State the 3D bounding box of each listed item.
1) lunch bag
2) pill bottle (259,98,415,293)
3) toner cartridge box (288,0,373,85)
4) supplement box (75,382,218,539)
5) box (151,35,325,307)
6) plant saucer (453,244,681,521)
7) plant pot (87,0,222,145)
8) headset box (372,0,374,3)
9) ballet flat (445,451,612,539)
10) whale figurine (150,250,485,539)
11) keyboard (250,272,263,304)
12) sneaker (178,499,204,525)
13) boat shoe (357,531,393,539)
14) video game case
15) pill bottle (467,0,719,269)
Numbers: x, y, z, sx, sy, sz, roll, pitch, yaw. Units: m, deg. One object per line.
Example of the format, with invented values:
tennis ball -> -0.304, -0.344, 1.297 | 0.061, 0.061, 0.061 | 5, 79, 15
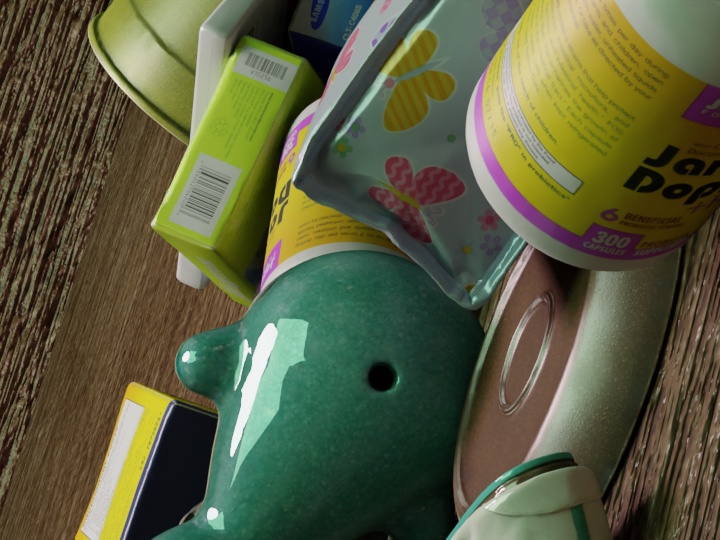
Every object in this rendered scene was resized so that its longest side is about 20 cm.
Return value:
lunch bag -> 0.074, -0.105, 1.266 | 0.200, 0.127, 0.170 | -55, 6, 16
pill bottle -> 0.000, 0.000, 1.544 | 0.200, 0.104, 0.104 | -83, 17, -49
toner cartridge box -> 0.001, -0.140, 1.751 | 0.200, 0.043, 0.095 | 78, -148, -71
supplement box -> -0.094, 0.139, 1.755 | 0.200, 0.109, 0.109 | -172, 102, -78
box -> -0.052, -0.047, 1.691 | 0.122, 0.048, 0.200 | -65, -17, -8
plant saucer -> 0.084, 0.040, 1.261 | 0.200, 0.032, 0.201 | -159, 90, -79
plant pot -> -0.045, -0.183, 1.920 | 0.193, 0.200, 0.201 | -55, 16, 18
headset box -> 0.077, -0.163, 1.480 | 0.200, 0.092, 0.174 | -84, 18, -53
ballet flat -> 0.049, 0.140, 1.182 | 0.200, 0.069, 0.070 | 128, 159, -57
whale figurine -> -0.020, 0.083, 1.360 | 0.200, 0.159, 0.104 | -52, 4, -12
keyboard -> -0.023, 0.089, 1.608 | 0.104, 0.039, 0.201 | 114, 148, -53
sneaker -> -0.074, 0.151, 1.558 | 0.082, 0.077, 0.200 | 56, 148, 27
boat shoe -> -0.032, 0.176, 1.489 | 0.200, 0.068, 0.072 | 123, 163, -50
video game case -> -0.054, -0.115, 1.733 | 0.182, 0.023, 0.200 | -54, -19, -43
pill bottle -> 0.120, -0.089, 1.070 | 0.200, 0.104, 0.105 | 124, 162, -55
